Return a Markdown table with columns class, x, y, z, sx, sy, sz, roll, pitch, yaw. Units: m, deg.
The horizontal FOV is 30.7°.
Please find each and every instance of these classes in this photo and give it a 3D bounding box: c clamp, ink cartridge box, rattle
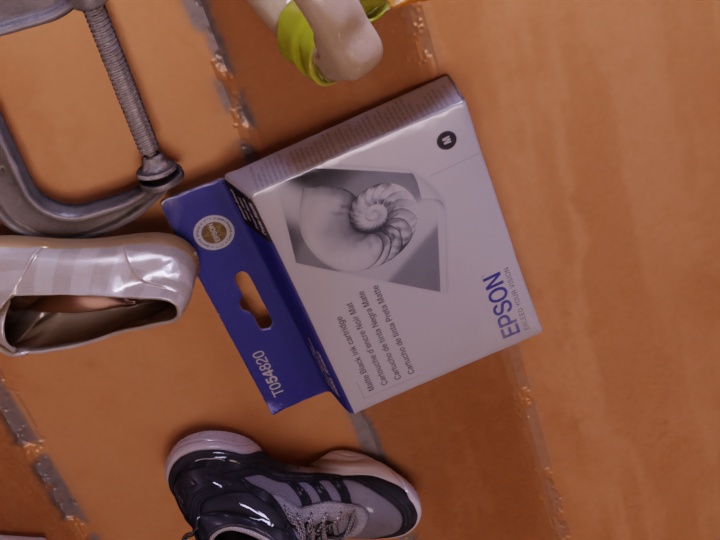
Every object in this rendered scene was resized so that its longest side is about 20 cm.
| class | x | y | z | sx | sy | sz | roll | pitch | yaw |
| --- | --- | --- | --- | --- | --- | --- | --- | --- | --- |
| c clamp | -0.161 | -0.103 | 0.761 | 0.169 | 0.027 | 0.201 | -12 | 126 | -2 |
| ink cartridge box | 0.000 | 0.000 | 0.848 | 0.199 | 0.041 | 0.200 | -23 | 126 | 2 |
| rattle | -0.030 | -0.206 | 0.677 | 0.142 | 0.130 | 0.200 | -34 | 106 | 8 |

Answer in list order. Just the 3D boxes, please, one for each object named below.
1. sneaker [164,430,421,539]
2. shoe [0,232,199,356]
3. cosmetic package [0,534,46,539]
| class | x | y | z | sx | sy | sz | roll | pitch | yaw |
| --- | --- | --- | --- | --- | --- | --- | --- | --- | --- |
| sneaker | -0.043 | 0.186 | 0.935 | 0.199 | 0.114 | 0.076 | 15 | 122 | -20 |
| shoe | -0.199 | 0.017 | 0.810 | 0.198 | 0.054 | 0.070 | -7 | 138 | 3 |
| cosmetic package | -0.334 | 0.297 | 0.928 | 0.198 | 0.168 | 0.167 | 8 | 123 | -16 |
